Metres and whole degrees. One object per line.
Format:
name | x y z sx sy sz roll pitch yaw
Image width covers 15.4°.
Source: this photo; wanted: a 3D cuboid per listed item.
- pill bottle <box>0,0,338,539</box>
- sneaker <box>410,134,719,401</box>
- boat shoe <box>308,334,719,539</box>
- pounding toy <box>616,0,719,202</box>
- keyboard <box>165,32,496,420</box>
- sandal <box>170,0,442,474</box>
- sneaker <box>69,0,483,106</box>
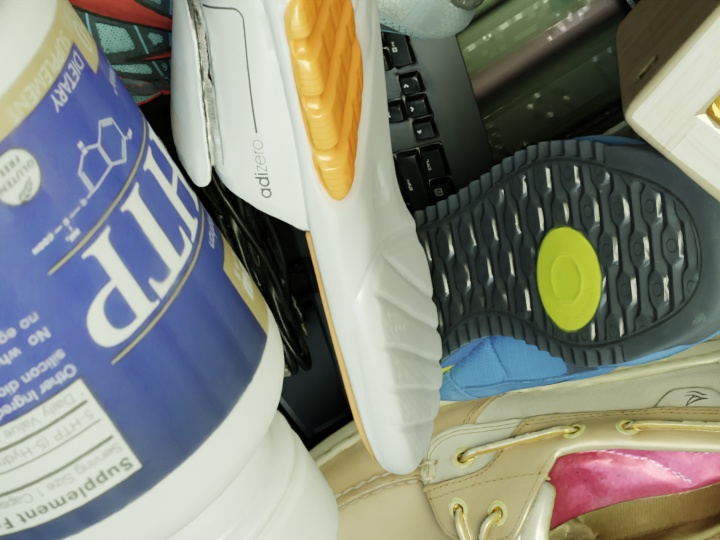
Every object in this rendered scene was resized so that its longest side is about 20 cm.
pill bottle | -0.091 0.018 0.751 0.119 0.120 0.200 -20 122 21
sneaker | 0.070 -0.001 0.796 0.200 0.078 0.066 -18 78 60
boat shoe | 0.058 0.076 0.874 0.199 0.069 0.074 -20 123 12
pounding toy | 0.200 -0.051 0.675 0.200 0.142 0.184 39 106 -8
keyboard | 0.000 0.000 0.886 0.104 0.040 0.201 -12 111 17
sandal | -0.024 -0.034 0.756 0.059 0.079 0.208 -6 110 16
sneaker | -0.055 -0.093 0.837 0.199 0.079 0.096 15 117 16
